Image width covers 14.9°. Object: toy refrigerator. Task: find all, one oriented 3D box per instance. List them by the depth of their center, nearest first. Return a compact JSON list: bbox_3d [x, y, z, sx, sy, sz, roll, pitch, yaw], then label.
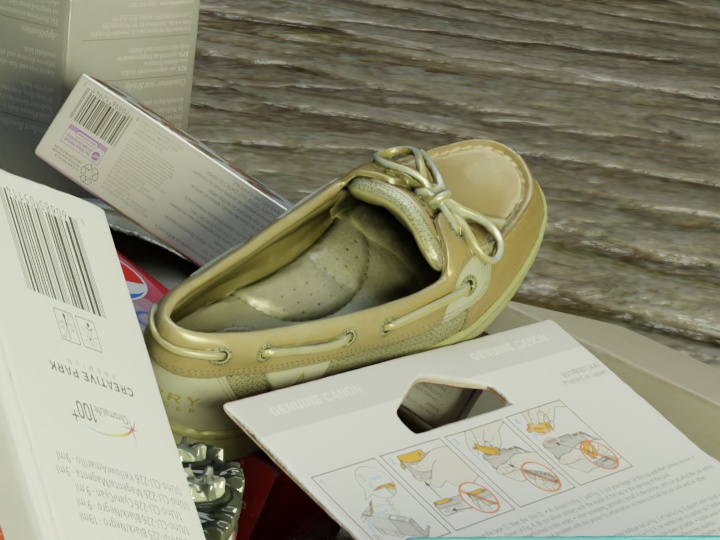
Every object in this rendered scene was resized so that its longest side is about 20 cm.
[{"bbox_3d":[0.125,0.074,1.125,0.076,0.070,0.200,13,7,-32],"label":"toy refrigerator"}]

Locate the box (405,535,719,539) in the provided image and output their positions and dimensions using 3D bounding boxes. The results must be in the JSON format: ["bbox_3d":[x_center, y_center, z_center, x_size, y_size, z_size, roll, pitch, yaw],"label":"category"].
[{"bbox_3d":[0.115,0.111,0.784,0.200,0.049,0.082,-2,-24,15],"label":"box"}]

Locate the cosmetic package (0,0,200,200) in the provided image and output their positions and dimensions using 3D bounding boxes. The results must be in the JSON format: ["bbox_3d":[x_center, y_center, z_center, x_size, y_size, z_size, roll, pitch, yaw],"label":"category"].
[{"bbox_3d":[-0.141,-0.036,1.215,0.107,0.200,0.090,20,22,38],"label":"cosmetic package"}]

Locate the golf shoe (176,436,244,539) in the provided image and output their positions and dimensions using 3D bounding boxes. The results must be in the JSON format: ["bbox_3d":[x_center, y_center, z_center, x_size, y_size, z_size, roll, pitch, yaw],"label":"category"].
[{"bbox_3d":[-0.079,0.114,0.804,0.077,0.088,0.200,4,25,3],"label":"golf shoe"}]

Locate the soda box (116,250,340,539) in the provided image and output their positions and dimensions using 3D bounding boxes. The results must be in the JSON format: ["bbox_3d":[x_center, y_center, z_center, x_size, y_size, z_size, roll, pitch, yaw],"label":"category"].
[{"bbox_3d":[-0.093,0.045,1.049,0.200,0.070,0.063,36,25,28],"label":"soda box"}]

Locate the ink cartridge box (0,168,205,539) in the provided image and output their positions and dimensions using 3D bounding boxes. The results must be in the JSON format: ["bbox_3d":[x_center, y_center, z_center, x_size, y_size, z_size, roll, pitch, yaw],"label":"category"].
[{"bbox_3d":[-0.141,0.094,0.687,0.200,0.176,0.084,-26,-23,19],"label":"ink cartridge box"}]

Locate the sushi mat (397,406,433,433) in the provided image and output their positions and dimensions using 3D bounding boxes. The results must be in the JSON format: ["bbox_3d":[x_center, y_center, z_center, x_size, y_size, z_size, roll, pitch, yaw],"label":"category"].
[{"bbox_3d":[0.024,0.064,1.052,0.200,0.012,0.096,33,7,3],"label":"sushi mat"}]

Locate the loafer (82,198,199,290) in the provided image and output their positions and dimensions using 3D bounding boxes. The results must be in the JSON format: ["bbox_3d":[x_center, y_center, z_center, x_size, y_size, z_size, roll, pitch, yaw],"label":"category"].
[{"bbox_3d":[-0.062,0.030,1.138,0.200,0.075,0.070,23,8,-6],"label":"loafer"}]

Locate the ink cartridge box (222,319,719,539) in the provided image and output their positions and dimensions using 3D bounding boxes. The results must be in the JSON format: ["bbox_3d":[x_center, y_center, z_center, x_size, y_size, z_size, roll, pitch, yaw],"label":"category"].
[{"bbox_3d":[0.066,0.098,0.950,0.176,0.045,0.200,40,30,27],"label":"ink cartridge box"}]

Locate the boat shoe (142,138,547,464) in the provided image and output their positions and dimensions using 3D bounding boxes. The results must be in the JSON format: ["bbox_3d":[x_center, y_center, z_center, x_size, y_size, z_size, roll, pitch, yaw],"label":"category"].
[{"bbox_3d":[-0.002,-0.001,0.996,0.200,0.063,0.073,-28,61,-34],"label":"boat shoe"}]

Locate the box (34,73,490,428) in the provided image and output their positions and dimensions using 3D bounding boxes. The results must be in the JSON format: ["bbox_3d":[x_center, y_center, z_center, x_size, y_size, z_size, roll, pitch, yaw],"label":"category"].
[{"bbox_3d":[-0.036,-0.008,1.073,0.200,0.041,0.039,33,5,15],"label":"box"}]
